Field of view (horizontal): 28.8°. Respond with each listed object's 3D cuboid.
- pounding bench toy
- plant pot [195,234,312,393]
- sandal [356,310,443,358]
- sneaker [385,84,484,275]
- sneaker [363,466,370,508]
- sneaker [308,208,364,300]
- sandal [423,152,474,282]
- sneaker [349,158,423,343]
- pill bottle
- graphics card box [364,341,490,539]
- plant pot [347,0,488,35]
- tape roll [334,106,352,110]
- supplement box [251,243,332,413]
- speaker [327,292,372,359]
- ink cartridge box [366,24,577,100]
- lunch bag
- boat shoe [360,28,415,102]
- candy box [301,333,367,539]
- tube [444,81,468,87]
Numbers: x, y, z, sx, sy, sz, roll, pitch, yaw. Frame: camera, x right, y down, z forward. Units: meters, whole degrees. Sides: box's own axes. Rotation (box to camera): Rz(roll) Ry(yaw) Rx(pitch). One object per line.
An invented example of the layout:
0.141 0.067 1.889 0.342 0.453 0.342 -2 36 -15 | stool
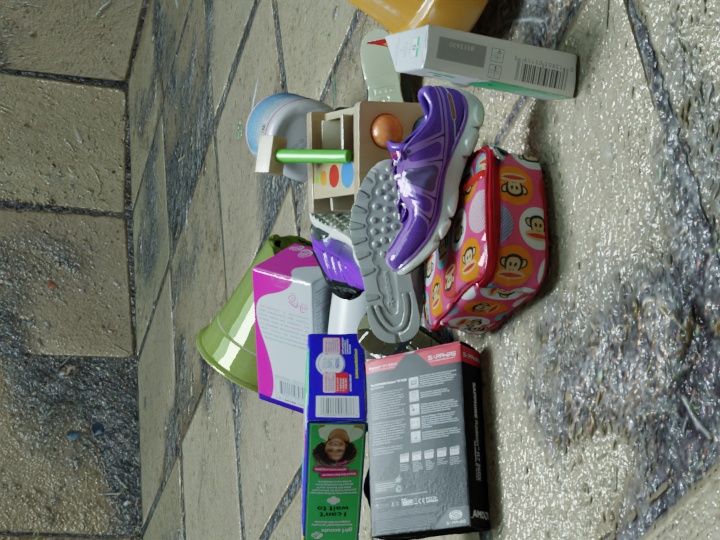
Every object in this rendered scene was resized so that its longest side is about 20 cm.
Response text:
-0.007 -0.131 1.645 0.156 0.200 0.124 0 91 63 | pounding bench toy
-0.113 0.056 2.040 0.190 0.200 0.200 -65 25 21 | plant pot
0.066 0.110 1.613 0.082 0.055 0.200 -54 45 5 | sandal
0.058 -0.093 1.429 0.081 0.083 0.200 -177 104 -79 | sneaker
0.046 0.213 1.667 0.078 0.070 0.200 -126 36 -62 | sneaker
0.000 0.000 1.716 0.200 0.070 0.100 45 138 47 | sneaker
0.080 -0.059 1.597 0.054 0.080 0.200 -127 48 -61 | sandal
0.035 -0.024 1.534 0.081 0.076 0.200 -37 -52 -73 | sneaker
-0.095 -0.187 1.911 0.200 0.109 0.109 -146 62 -70 | pill bottle
0.071 0.187 1.513 0.125 0.051 0.200 -14 67 29 | graphics card box
0.041 -0.357 1.541 0.200 0.183 0.200 -57 21 35 | plant pot
-0.008 -0.120 1.906 0.200 0.066 0.200 -175 90 -71 | tape roll
-0.075 0.079 1.890 0.101 0.103 0.200 16 121 31 | supplement box
-0.003 0.076 1.821 0.081 0.081 0.200 -159 74 -71 | speaker
0.105 -0.206 1.419 0.200 0.161 0.050 -171 89 -72 | ink cartridge box
0.127 -0.039 1.455 0.200 0.082 0.176 129 146 -62 | lunch bag
0.038 -0.208 1.794 0.063 0.071 0.200 0 -94 -68 | boat shoe
-0.033 0.204 1.707 0.169 0.077 0.200 -92 3 -56 | candy box
0.095 -0.257 1.657 0.052 0.058 0.200 59 176 -21 | tube
